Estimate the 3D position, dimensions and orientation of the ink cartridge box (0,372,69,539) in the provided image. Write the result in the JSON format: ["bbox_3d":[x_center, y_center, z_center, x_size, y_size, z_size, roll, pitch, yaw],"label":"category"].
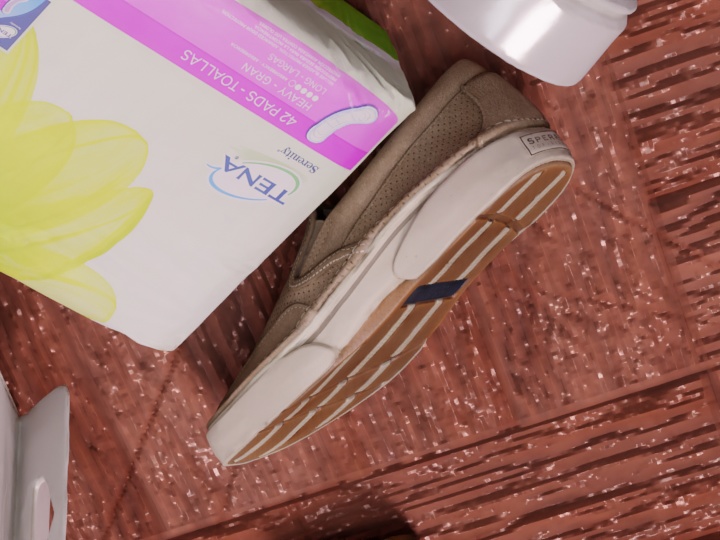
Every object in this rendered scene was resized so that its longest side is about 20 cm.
[{"bbox_3d":[-0.210,0.117,0.809,0.199,0.129,0.125,-5,145,2],"label":"ink cartridge box"}]

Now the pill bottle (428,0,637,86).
[{"bbox_3d":[0.101,-0.168,0.699,0.114,0.114,0.200,32,112,-16],"label":"pill bottle"}]

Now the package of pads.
[{"bbox_3d":[-0.099,-0.065,0.742,0.200,0.068,0.154,30,115,-38],"label":"package of pads"}]

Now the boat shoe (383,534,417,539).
[{"bbox_3d":[0.019,0.214,0.917,0.063,0.073,0.201,-12,114,13],"label":"boat shoe"}]

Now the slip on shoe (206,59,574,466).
[{"bbox_3d":[0.000,0.000,0.816,0.200,0.076,0.061,-48,68,28],"label":"slip on shoe"}]
